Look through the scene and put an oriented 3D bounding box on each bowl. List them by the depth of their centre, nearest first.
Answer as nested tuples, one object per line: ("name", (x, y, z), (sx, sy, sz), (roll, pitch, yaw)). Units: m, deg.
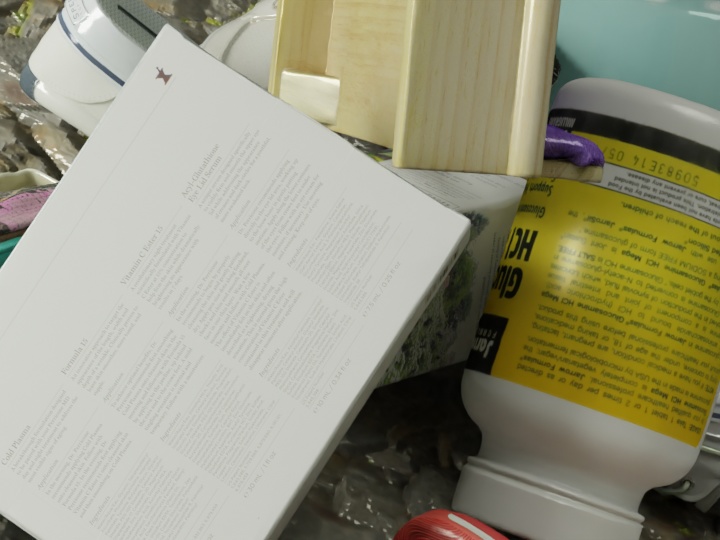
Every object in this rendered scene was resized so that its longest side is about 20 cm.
("bowl", (0.176, -0.115, 1.243), (0.199, 0.106, 0.201), (8, 13, -2))

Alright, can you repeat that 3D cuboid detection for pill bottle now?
("pill bottle", (0.111, 0.025, 0.999), (0.112, 0.202, 0.112), (19, -4, 1))

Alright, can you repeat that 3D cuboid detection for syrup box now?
("syrup box", (0.000, 0.000, 1.037), (0.081, 0.079, 0.199), (25, 27, 37))

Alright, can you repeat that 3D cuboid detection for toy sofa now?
("toy sofa", (0.033, -0.092, 0.979), (0.097, 0.084, 0.200), (3, 8, -19))

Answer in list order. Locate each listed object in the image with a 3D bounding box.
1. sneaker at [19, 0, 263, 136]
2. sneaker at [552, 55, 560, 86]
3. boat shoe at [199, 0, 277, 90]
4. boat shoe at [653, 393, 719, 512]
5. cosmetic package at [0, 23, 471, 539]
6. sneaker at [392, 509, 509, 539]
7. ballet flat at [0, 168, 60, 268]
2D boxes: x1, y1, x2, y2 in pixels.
("sneaker", (-0.080, -0.061, 1.105), (0.200, 0.071, 0.073), (40, 25, -21))
("sneaker", (0.053, -0.093, 1.185), (0.070, 0.090, 0.200), (26, 18, -7))
("boat shoe", (-0.031, -0.134, 1.223), (0.071, 0.070, 0.200), (35, 35, 10))
("boat shoe", (0.166, 0.083, 1.079), (0.198, 0.067, 0.074), (7, -2, 8))
("cosmetic package", (-0.070, 0.026, 0.901), (0.150, 0.201, 0.052), (33, -6, 5))
("sneaker", (0.102, 0.169, 0.944), (0.200, 0.078, 0.115), (48, 29, 7))
("ballet flat", (-0.127, -0.025, 1.029), (0.199, 0.070, 0.071), (-13, 46, -38))
